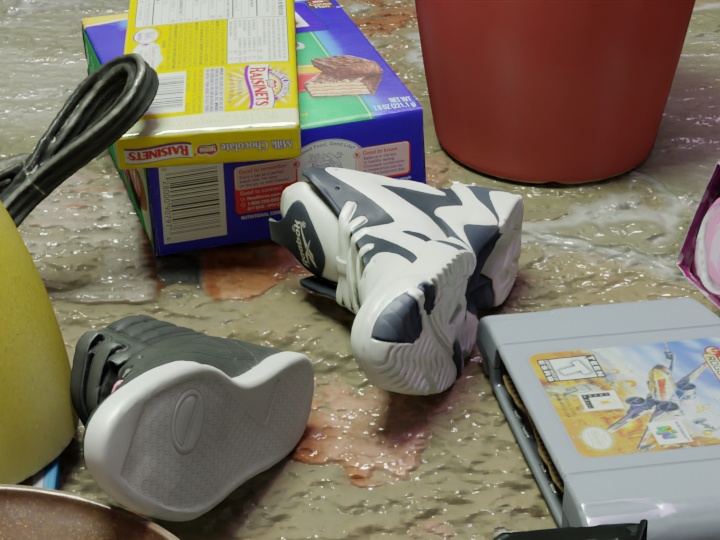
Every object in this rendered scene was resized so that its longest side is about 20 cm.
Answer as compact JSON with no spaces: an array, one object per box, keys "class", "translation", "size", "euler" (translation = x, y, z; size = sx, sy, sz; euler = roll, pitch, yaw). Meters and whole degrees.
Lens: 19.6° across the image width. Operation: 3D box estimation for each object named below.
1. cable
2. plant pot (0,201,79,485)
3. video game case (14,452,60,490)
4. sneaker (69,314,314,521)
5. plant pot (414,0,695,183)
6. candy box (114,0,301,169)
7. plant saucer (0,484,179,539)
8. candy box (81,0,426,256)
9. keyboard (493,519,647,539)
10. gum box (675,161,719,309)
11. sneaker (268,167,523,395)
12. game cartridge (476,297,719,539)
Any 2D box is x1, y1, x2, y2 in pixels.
[{"class":"cable","translation":[-0.194,-0.046,1.119],"size":[0.200,0.050,0.097],"euler":[-37,34,19]},{"class":"plant pot","translation":[-0.236,0.010,0.983],"size":[0.199,0.142,0.200],"euler":[0,20,0]},{"class":"video game case","translation":[-0.208,0.141,0.899],"size":[0.143,0.018,0.200],"euler":[-1,29,-3]},{"class":"sneaker","translation":[-0.103,0.065,0.958],"size":[0.099,0.071,0.200],"euler":[10,8,20]},{"class":"plant pot","translation":[0.120,-0.163,1.298],"size":[0.200,0.178,0.201],"euler":[0,29,0]},{"class":"candy box","translation":[-0.087,-0.118,1.209],"size":[0.102,0.026,0.200],"euler":[-2,31,-1]},{"class":"plant saucer","translation":[-0.148,0.155,0.820],"size":[0.200,0.037,0.201],"euler":[4,29,-2]},{"class":"candy box","translation":[-0.068,-0.096,1.274],"size":[0.169,0.077,0.200],"euler":[-10,29,-15]},{"class":"keyboard","translation":[0.076,0.176,0.839],"size":[0.104,0.040,0.200],"euler":[-7,29,26]},{"class":"gum box","translation":[0.261,0.023,1.049],"size":[0.113,0.066,0.200],"euler":[9,23,-26]},{"class":"sneaker","translation":[0.000,0.000,1.101],"size":[0.129,0.080,0.199],"euler":[10,30,18]},{"class":"game cartridge","translation":[0.144,0.074,1.018],"size":[0.133,0.042,0.200],"euler":[-9,30,-9]}]
